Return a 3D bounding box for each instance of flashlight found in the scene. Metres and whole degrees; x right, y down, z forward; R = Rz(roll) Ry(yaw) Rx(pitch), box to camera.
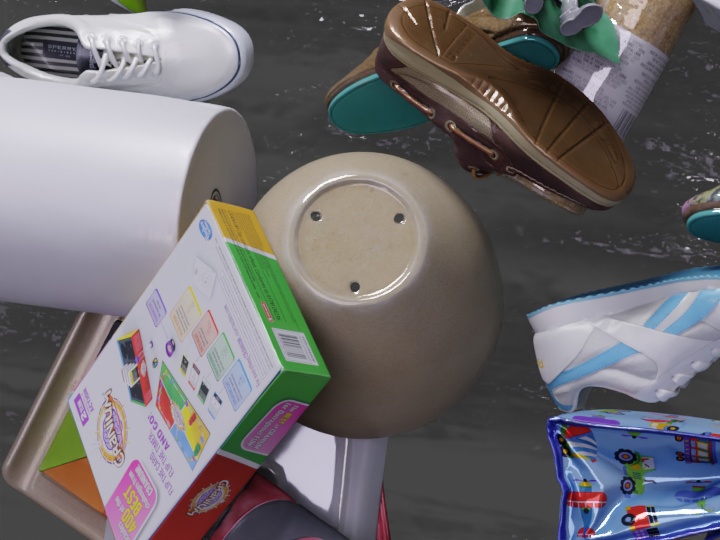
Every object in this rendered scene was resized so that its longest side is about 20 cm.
[{"bbox_3d":[-0.032,0.203,1.295,0.200,0.068,0.068,36,94,4],"label":"flashlight"}]

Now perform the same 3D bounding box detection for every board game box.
[{"bbox_3d":[-0.113,0.078,1.250,0.200,0.040,0.153,-51,46,29],"label":"board game box"}]

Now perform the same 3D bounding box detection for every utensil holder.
[{"bbox_3d":[-0.193,-0.051,1.376,0.199,0.170,0.171,7,88,16],"label":"utensil holder"}]

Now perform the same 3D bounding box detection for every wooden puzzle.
[{"bbox_3d":[-0.155,0.126,1.417,0.199,0.037,0.186,29,95,18],"label":"wooden puzzle"}]

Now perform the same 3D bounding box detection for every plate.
[{"bbox_3d":[-0.084,0.161,1.349,0.198,0.032,0.201,7,89,5],"label":"plate"}]

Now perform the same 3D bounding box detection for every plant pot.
[{"bbox_3d":[0.000,0.000,1.290,0.199,0.135,0.202,-1,71,2],"label":"plant pot"}]

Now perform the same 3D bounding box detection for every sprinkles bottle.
[{"bbox_3d":[0.172,-0.140,1.310,0.068,0.068,0.201,31,96,18],"label":"sprinkles bottle"}]

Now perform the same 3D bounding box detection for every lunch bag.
[{"bbox_3d":[0.235,0.130,1.227,0.199,0.150,0.095,-7,84,18],"label":"lunch bag"}]

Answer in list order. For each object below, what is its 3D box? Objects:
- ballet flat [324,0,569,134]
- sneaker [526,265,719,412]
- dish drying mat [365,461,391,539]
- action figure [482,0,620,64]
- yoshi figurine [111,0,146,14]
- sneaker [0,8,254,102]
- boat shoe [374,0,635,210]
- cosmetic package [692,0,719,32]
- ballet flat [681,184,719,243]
[{"bbox_3d":[0.062,-0.155,1.344,0.199,0.068,0.073,-19,46,37],"label":"ballet flat"},{"bbox_3d":[0.216,0.043,1.286,0.199,0.076,0.081,-13,90,23],"label":"sneaker"},{"bbox_3d":[-0.079,0.180,1.373,0.199,0.018,0.077,-8,90,4],"label":"dish drying mat"},{"bbox_3d":[0.126,-0.231,1.293,0.118,0.201,0.055,29,125,-23],"label":"action figure"},{"bbox_3d":[-0.151,-0.261,1.409,0.199,0.112,0.113,-2,79,15],"label":"yoshi figurine"},{"bbox_3d":[-0.178,-0.157,1.420,0.199,0.071,0.074,2,104,22],"label":"sneaker"},{"bbox_3d":[0.092,-0.099,1.273,0.199,0.072,0.072,35,138,7],"label":"boat shoe"},{"bbox_3d":[0.322,-0.159,1.241,0.199,0.113,0.081,34,96,20],"label":"cosmetic package"},{"bbox_3d":[0.317,-0.047,1.264,0.199,0.069,0.072,6,70,15],"label":"ballet flat"}]
